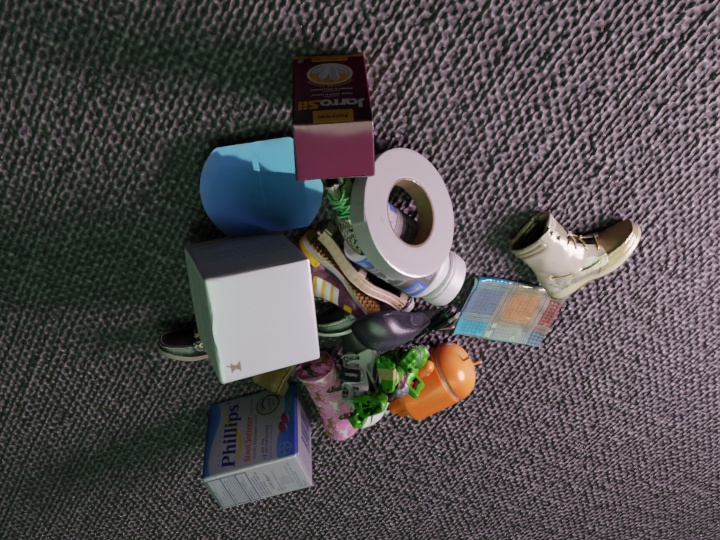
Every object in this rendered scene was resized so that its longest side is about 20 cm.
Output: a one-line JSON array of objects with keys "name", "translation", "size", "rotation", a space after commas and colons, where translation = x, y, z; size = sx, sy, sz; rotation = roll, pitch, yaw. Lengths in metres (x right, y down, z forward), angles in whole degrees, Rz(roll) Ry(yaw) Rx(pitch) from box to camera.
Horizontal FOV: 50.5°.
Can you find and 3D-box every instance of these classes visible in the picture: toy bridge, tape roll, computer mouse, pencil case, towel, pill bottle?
[{"name": "toy bridge", "translation": [0.000, 0.000, 1.298], "size": [0.199, 0.068, 0.027], "rotation": [42, 119, -13]}, {"name": "tape roll", "translation": [0.067, -0.087, 1.189], "size": [0.201, 0.207, 0.037], "rotation": [37, 150, -31]}, {"name": "computer mouse", "translation": [0.070, 0.105, 1.296], "size": [0.197, 0.054, 0.137], "rotation": [2, 157, -42]}, {"name": "pencil case", "translation": [-0.063, 0.250, 1.522], "size": [0.085, 0.083, 0.203], "rotation": [-26, 130, -8]}, {"name": "towel", "translation": [0.281, 0.080, 1.456], "size": [0.194, 0.022, 0.149], "rotation": [9, 128, -13]}, {"name": "pill bottle", "translation": [0.078, -0.026, 1.289], "size": [0.198, 0.115, 0.114], "rotation": [31, 121, -26]}]

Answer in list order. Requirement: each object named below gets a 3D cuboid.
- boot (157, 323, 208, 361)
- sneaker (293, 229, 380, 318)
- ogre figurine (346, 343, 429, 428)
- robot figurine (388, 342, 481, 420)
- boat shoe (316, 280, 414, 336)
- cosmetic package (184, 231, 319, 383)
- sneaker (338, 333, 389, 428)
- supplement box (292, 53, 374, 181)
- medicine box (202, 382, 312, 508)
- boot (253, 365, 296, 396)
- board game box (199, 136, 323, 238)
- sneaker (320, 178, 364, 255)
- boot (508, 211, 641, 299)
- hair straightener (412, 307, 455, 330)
[{"name": "boot", "translation": [-0.269, 0.085, 1.370], "size": [0.194, 0.074, 0.153], "rotation": [-1, 131, -10]}, {"name": "sneaker", "translation": [-0.049, 0.026, 1.327], "size": [0.090, 0.075, 0.201], "rotation": [-37, 97, 31]}, {"name": "ogre figurine", "translation": [0.059, 0.200, 1.374], "size": [0.097, 0.119, 0.205], "rotation": [27, 114, 23]}, {"name": "robot figurine", "translation": [0.141, 0.215, 1.492], "size": [0.197, 0.117, 0.145], "rotation": [-29, 112, 19]}, {"name": "boat shoe", "translation": [0.001, 0.063, 1.380], "size": [0.194, 0.075, 0.061], "rotation": [-14, 130, 2]}, {"name": "cosmetic package", "translation": [-0.176, 0.048, 1.216], "size": [0.162, 0.200, 0.172], "rotation": [-12, 111, -19]}, {"name": "sneaker", "translation": [-0.004, 0.204, 1.445], "size": [0.073, 0.088, 0.205], "rotation": [-6, 107, 44]}, {"name": "supplement box", "translation": [-0.040, -0.218, 1.063], "size": [0.107, 0.203, 0.087], "rotation": [-3, 130, -2]}, {"name": "medicine box", "translation": [-0.201, 0.346, 1.519], "size": [0.195, 0.184, 0.104], "rotation": [-15, 130, 7]}, {"name": "boot", "translation": [-0.155, 0.160, 1.450], "size": [0.074, 0.075, 0.203], "rotation": [18, 128, -7]}, {"name": "board game box", "translation": [-0.158, -0.140, 1.224], "size": [0.194, 0.039, 0.161], "rotation": [-9, 123, -1]}, {"name": "sneaker", "translation": [-0.032, -0.116, 1.169], "size": [0.075, 0.088, 0.205], "rotation": [-16, 96, 29]}, {"name": "boot", "translation": [0.373, -0.052, 1.327], "size": [0.198, 0.073, 0.154], "rotation": [-36, 121, 23]}, {"name": "hair straightener", "translation": [0.083, 0.086, 1.419], "size": [0.194, 0.042, 0.077], "rotation": [2, 162, 1]}]
